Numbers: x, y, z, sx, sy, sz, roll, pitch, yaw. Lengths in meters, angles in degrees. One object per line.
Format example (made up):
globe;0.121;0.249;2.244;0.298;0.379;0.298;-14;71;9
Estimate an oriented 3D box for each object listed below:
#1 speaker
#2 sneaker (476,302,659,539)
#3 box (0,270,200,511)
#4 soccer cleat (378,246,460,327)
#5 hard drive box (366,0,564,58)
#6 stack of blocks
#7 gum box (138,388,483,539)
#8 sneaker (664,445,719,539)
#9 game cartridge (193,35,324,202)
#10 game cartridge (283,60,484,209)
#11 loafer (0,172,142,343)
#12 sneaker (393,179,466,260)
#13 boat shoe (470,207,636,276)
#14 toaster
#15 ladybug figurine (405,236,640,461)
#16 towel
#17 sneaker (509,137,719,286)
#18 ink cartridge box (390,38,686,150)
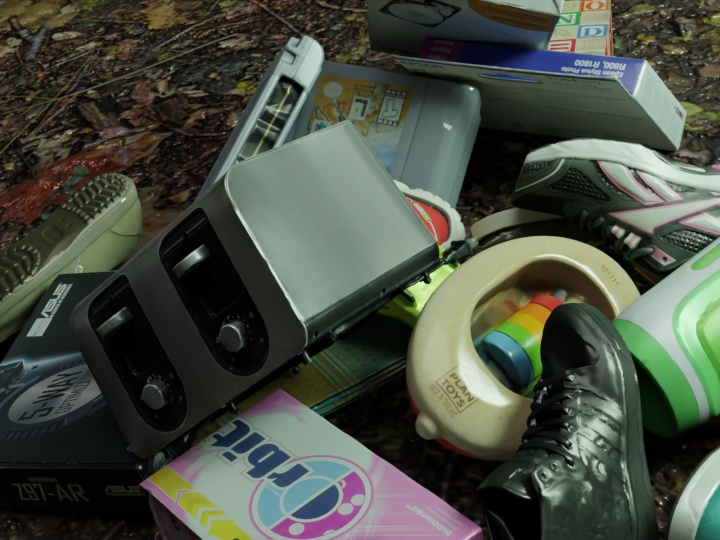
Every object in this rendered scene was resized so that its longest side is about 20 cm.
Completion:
speaker;0.245;0.016;0.802;0.199;0.089;0.088;-35;39;-13
sneaker;0.110;0.112;0.725;0.103;0.060;0.202;3;68;-33
box;-0.182;0.079;0.917;0.159;0.044;0.201;-2;40;21
soccer cleat;0.000;-0.001;0.937;0.199;0.084;0.065;29;53;12
hard drive box;0.087;-0.230;1.066;0.154;0.078;0.200;12;-5;4
stack of blocks;0.141;-0.206;1.242;0.198;0.059;0.116;-1;36;14
gum box;-0.033;0.158;0.764;0.113;0.067;0.199;-31;39;-29
sneaker;0.271;0.117;0.725;0.120;0.084;0.200;21;44;36
game cartridge;-0.096;-0.086;1.042;0.201;0.040;0.133;-63;14;-12
game cartridge;-0.001;-0.104;1.088;0.199;0.041;0.134;14;82;32
loafer;-0.251;0.006;1.047;0.200;0.069;0.076;-40;40;-12
sneaker;-0.015;-0.043;1.007;0.199;0.078;0.085;15;25;32
boat shoe;0.183;-0.021;0.967;0.198;0.072;0.060;-8;76;-12
toaster;-0.060;0.008;0.823;0.180;0.119;0.200;-35;-3;38
ladybug figurine;0.103;0.056;0.844;0.199;0.072;0.136;-29;74;-33
towel;-0.058;0.067;0.945;0.199;0.022;0.147;-26;36;-17
sneaker;0.197;-0.033;0.883;0.198;0.080;0.087;8;76;17
ink cartridge box;0.153;-0.154;1.072;0.195;0.200;0.044;11;83;28
